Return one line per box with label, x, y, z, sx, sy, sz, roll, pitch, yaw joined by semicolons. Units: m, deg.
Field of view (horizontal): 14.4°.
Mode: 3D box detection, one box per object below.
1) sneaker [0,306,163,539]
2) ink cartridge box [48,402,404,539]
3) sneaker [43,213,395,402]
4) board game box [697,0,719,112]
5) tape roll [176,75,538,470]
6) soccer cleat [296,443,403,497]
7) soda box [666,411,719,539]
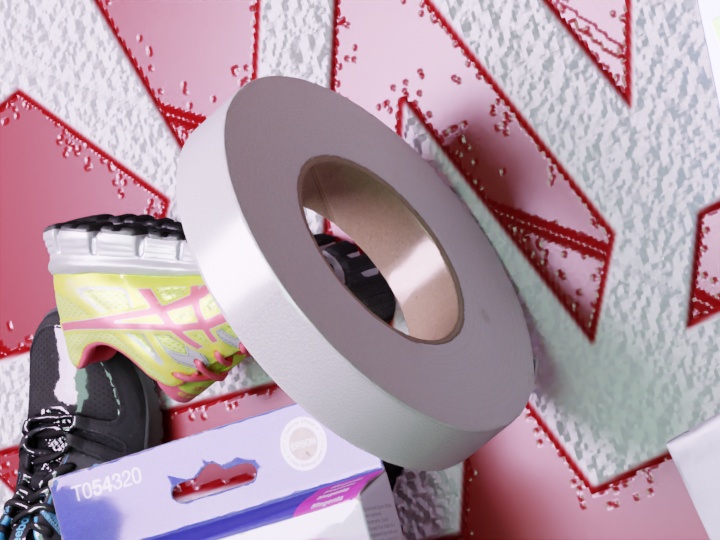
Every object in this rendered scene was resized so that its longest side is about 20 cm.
sneaker;-0.151;0.117;1.496;0.073;0.082;0.202;-8;86;36
ink cartridge box;-0.063;0.176;1.386;0.195;0.043;0.201;-19;82;27
sneaker;-0.071;0.024;1.444;0.199;0.078;0.091;7;99;31
board game box;0.251;-0.096;1.254;0.199;0.037;0.152;-15;84;33
tape roll;0.000;0.000;1.325;0.037;0.202;0.204;-39;71;27
soccer cleat;-0.018;0.162;1.428;0.081;0.068;0.201;32;103;0
soda box;0.215;0.149;1.269;0.068;0.063;0.201;-31;75;29
